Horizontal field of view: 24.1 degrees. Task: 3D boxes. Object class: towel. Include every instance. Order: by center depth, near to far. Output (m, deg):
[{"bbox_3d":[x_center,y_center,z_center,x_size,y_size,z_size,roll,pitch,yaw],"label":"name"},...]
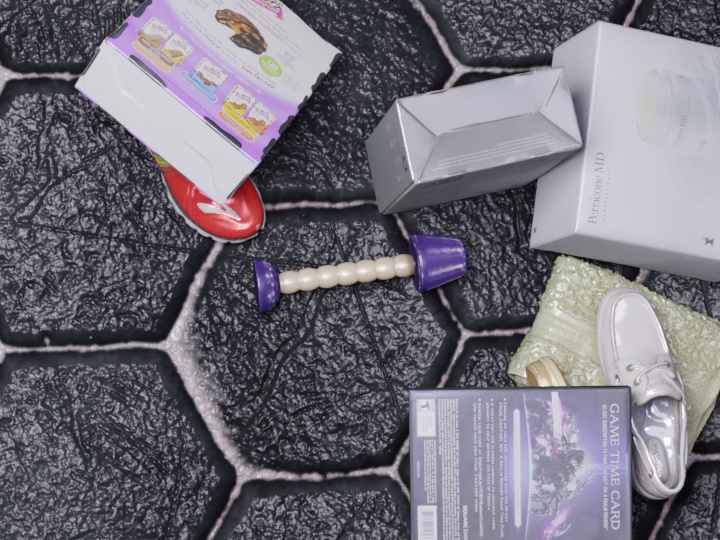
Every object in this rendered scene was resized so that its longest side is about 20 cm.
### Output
[{"bbox_3d":[0.254,0.082,1.616,0.199,0.036,0.149,25,80,-4],"label":"towel"}]

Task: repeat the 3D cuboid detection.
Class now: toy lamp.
[{"bbox_3d":[0.000,0.000,1.580,0.199,0.058,0.059,-6,85,-8],"label":"toy lamp"}]

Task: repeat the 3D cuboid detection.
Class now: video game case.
[{"bbox_3d":[0.143,0.176,1.513,0.199,0.019,0.144,-1,94,0],"label":"video game case"}]

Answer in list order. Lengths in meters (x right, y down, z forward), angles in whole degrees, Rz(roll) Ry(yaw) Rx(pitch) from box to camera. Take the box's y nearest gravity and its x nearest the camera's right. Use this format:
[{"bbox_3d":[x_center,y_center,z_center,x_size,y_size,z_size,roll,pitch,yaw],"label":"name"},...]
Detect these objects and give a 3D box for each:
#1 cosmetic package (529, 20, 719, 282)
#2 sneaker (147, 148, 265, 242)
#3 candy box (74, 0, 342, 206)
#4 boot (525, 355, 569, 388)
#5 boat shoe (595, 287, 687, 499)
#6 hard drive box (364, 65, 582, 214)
[{"bbox_3d":[0.280,-0.108,1.585,0.199,0.123,0.201,9,82,-12],"label":"cosmetic package"},{"bbox_3d":[-0.160,-0.111,1.554,0.077,0.085,0.200,-36,89,-8],"label":"sneaker"},{"bbox_3d":[-0.131,-0.181,1.516,0.168,0.072,0.200,39,42,-6],"label":"candy box"},{"bbox_3d":[0.127,0.187,1.557,0.154,0.073,0.201,-9,106,-7],"label":"boot"},{"bbox_3d":[0.270,0.111,1.561,0.070,0.069,0.201,-12,84,-9],"label":"boat shoe"},{"bbox_3d":[0.097,-0.114,1.532,0.155,0.200,0.077,-12,85,-10],"label":"hard drive box"}]
